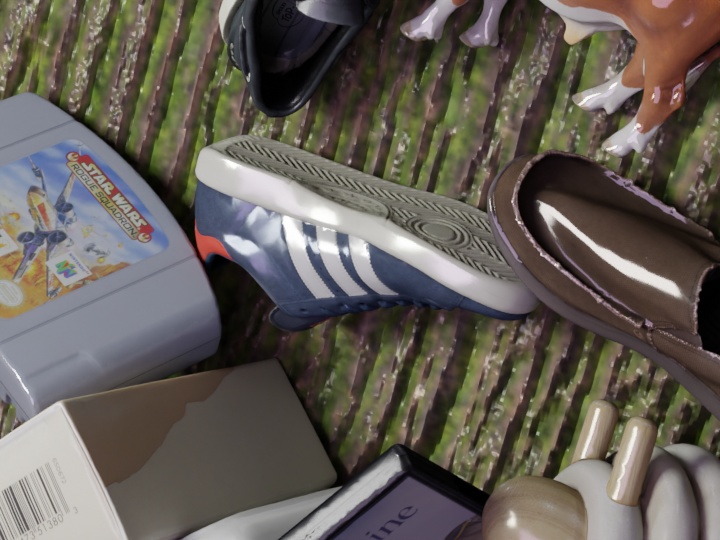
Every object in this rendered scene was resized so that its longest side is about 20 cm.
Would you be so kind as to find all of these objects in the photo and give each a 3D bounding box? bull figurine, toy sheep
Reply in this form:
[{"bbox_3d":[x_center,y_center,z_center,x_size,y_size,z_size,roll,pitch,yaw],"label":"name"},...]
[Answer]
[{"bbox_3d":[0.091,-0.147,0.906,0.199,0.065,0.122,34,116,18],"label":"bull figurine"},{"bbox_3d":[0.147,0.142,0.898,0.198,0.138,0.139,19,111,-14],"label":"toy sheep"}]

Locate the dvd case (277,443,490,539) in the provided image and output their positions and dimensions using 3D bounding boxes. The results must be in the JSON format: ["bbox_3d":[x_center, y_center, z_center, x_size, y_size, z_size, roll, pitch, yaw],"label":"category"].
[{"bbox_3d":[0.010,0.155,0.917,0.142,0.200,0.018,-40,58,9],"label":"dvd case"}]

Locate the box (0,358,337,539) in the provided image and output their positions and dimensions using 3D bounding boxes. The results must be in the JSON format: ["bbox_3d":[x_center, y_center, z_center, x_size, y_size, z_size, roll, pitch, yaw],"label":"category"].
[{"bbox_3d":[-0.106,0.108,0.967,0.095,0.199,0.078,-33,79,24],"label":"box"}]

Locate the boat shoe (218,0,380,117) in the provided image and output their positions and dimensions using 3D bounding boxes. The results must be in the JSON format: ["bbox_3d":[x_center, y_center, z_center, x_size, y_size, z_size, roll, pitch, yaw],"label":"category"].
[{"bbox_3d":[-0.017,-0.139,0.908,0.199,0.074,0.067,-45,48,52],"label":"boat shoe"}]

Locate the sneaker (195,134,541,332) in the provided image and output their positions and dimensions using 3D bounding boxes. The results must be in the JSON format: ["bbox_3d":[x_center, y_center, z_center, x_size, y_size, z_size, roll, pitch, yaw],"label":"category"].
[{"bbox_3d":[0.000,0.000,0.976,0.199,0.075,0.085,23,113,26],"label":"sneaker"}]

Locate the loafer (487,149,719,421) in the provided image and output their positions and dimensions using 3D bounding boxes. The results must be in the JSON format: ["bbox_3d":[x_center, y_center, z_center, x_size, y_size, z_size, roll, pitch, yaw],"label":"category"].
[{"bbox_3d":[0.150,0.003,0.893,0.199,0.073,0.071,35,155,6],"label":"loafer"}]

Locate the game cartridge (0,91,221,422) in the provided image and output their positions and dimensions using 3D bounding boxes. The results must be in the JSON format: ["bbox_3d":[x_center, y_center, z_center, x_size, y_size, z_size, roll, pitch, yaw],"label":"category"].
[{"bbox_3d":[-0.167,-0.013,1.003,0.200,0.132,0.042,46,148,28],"label":"game cartridge"}]

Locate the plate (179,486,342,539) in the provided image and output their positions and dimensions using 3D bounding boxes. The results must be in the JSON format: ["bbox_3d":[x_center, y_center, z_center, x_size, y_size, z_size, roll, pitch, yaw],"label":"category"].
[{"bbox_3d":[-0.080,0.162,0.972,0.199,0.199,0.033,-35,75,26],"label":"plate"}]
